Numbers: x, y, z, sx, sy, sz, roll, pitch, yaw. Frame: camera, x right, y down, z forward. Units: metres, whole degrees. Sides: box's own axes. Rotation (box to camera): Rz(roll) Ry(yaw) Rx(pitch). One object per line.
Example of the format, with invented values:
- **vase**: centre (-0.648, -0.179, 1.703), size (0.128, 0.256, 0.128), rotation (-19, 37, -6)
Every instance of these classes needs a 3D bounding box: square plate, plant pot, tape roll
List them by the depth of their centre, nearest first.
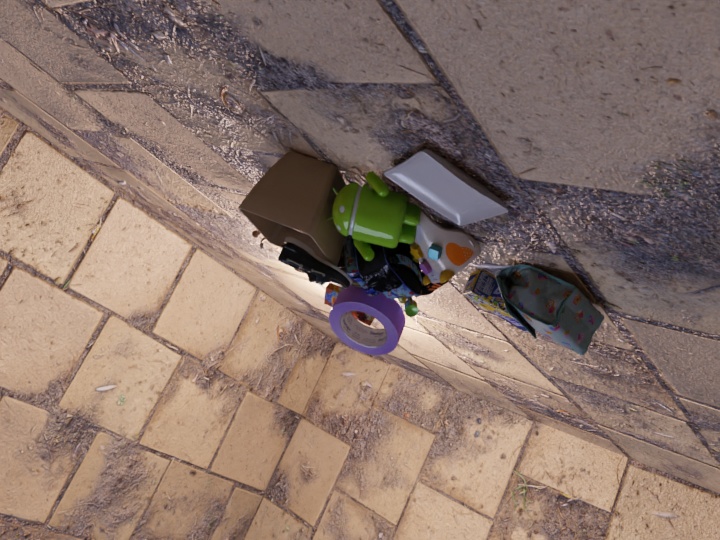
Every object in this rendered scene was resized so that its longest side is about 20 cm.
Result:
- **square plate**: centre (0.158, -0.156, 1.323), size (0.197, 0.029, 0.197), rotation (32, 167, -14)
- **plant pot**: centre (-0.127, -0.148, 1.612), size (0.196, 0.181, 0.200), rotation (20, 165, 22)
- **tape roll**: centre (0.017, 0.131, 1.851), size (0.195, 0.066, 0.203), rotation (15, 139, 13)

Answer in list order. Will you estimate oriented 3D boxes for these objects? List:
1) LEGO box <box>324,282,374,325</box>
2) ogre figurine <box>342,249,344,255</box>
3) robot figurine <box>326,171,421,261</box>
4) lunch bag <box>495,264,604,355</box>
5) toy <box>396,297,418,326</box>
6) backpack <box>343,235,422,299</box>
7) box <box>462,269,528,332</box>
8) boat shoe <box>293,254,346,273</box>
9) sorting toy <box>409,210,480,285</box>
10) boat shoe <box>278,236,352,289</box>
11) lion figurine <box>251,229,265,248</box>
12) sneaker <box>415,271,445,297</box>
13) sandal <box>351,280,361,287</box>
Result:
- **LEGO box**: centre (0.008, 0.033, 1.971), size (0.146, 0.202, 0.078), rotation (24, 141, 11)
- **ogre figurine**: centre (-0.080, -0.067, 1.809), size (0.195, 0.100, 0.121), rotation (-15, 140, 8)
- **robot figurine**: centre (0.028, -0.118, 1.501), size (0.194, 0.179, 0.117), rotation (14, -148, 1)
- **lunch bag**: centre (0.397, 0.078, 1.532), size (0.198, 0.124, 0.169), rotation (26, 173, 47)
- **toy**: centre (0.113, 0.054, 1.860), size (0.201, 0.046, 0.118), rotation (-105, 2, -60)
- **backpack**: centre (0.062, -0.019, 1.681), size (0.132, 0.186, 0.200), rotation (-26, 140, 21)
- **box**: centre (0.354, 0.077, 1.742), size (0.197, 0.065, 0.070), rotation (31, 167, -8)
- **boat shoe**: centre (-0.097, -0.028, 1.728), size (0.196, 0.072, 0.069), rotation (12, 125, 39)
- **sorting toy**: centre (0.147, -0.069, 1.599), size (0.181, 0.107, 0.199), rotation (49, 164, -8)
- **boat shoe**: centre (-0.103, -0.002, 1.595), size (0.198, 0.062, 0.075), rotation (33, 165, -26)
- **lion figurine**: centre (-0.211, -0.149, 1.782), size (0.071, 0.206, 0.122), rotation (11, -177, -28)
- **sneaker**: centre (0.177, 0.029, 1.831), size (0.070, 0.090, 0.200), rotation (49, 171, 7)
- **sandal**: centre (0.000, 0.000, 1.820), size (0.078, 0.056, 0.199), rotation (-16, -159, -24)
